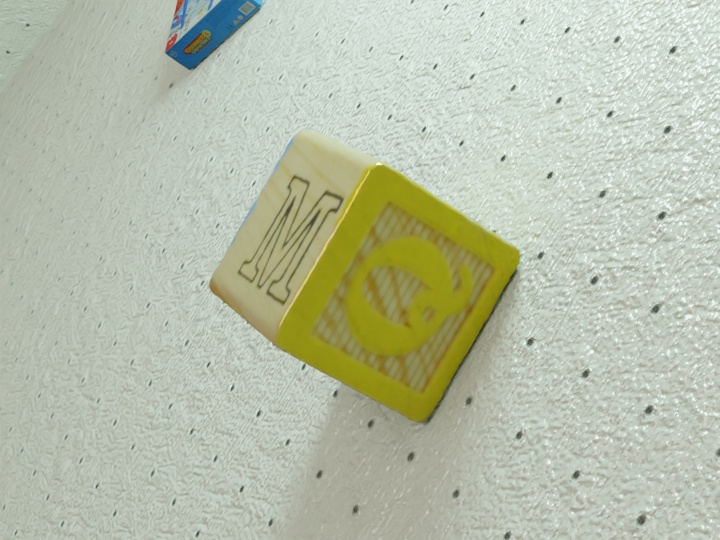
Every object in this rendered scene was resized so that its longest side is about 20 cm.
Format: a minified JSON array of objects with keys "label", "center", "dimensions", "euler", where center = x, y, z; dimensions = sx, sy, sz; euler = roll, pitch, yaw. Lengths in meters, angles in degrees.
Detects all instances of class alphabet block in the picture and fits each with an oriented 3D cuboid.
[{"label":"alphabet block","center":[0.000,0.000,1.420],"dimensions":[0.197,0.195,0.200],"euler":[-61,27,1]}]

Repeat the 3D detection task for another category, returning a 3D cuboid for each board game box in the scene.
[{"label":"board game box","center":[-0.226,-0.457,2.361],"dimensions":[0.200,0.056,0.197],"euler":[-34,38,40]}]
